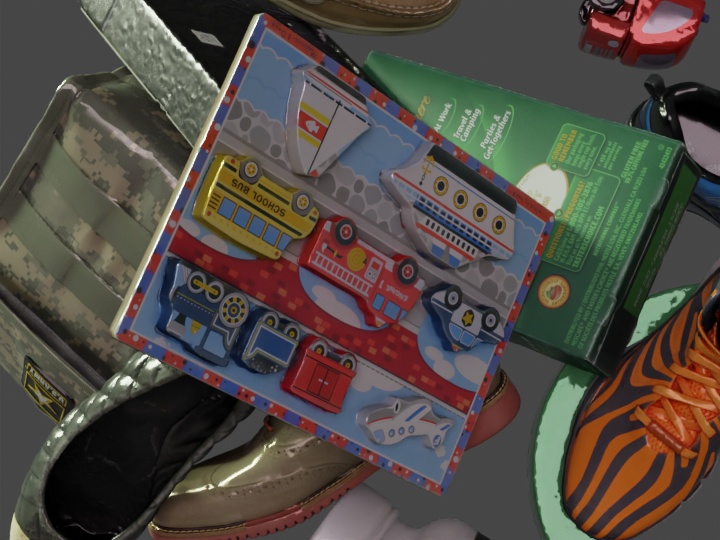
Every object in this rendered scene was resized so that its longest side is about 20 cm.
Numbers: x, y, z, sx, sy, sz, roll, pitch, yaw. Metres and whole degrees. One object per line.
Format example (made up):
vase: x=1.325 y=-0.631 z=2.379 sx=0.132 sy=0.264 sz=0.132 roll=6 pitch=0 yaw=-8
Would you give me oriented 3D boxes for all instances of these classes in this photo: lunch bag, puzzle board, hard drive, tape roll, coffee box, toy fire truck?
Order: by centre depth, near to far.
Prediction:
puzzle board: x=0.000 y=0.000 z=0.661 sx=0.200 sy=0.017 sz=0.151 roll=31 pitch=78 yaw=-36
hard drive: x=-0.044 y=-0.089 z=0.752 sx=0.200 sy=0.140 sz=0.038 roll=48 pitch=119 yaw=37
lunch bag: x=-0.121 y=0.015 z=0.778 sx=0.164 sy=0.118 sz=0.200 roll=42 pitch=117 yaw=6
coffee box: x=0.065 y=-0.035 z=0.783 sx=0.200 sy=0.044 sz=0.123 roll=20 pitch=83 yaw=32
tape roll: x=0.191 y=0.108 z=0.796 sx=0.200 sy=0.048 sz=0.201 roll=0 pitch=82 yaw=2
toy fire truck: x=0.214 y=-0.200 z=0.835 sx=0.141 sy=0.049 sz=0.200 roll=17 pitch=85 yaw=3

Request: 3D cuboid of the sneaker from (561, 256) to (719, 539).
sneaker: x=0.165 y=0.050 z=0.720 sx=0.078 sy=0.112 sz=0.200 roll=35 pitch=92 yaw=9

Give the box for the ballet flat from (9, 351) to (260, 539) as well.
ballet flat: x=-0.110 y=0.085 z=0.699 sx=0.066 sy=0.057 sz=0.200 roll=38 pitch=113 yaw=-7

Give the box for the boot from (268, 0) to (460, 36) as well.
boot: x=-0.026 y=-0.192 z=0.753 sx=0.200 sy=0.155 sz=0.072 roll=21 pitch=76 yaw=-8

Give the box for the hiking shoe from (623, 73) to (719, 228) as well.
hiking shoe: x=0.232 y=-0.036 z=0.792 sx=0.200 sy=0.087 sz=0.074 roll=26 pitch=84 yaw=6

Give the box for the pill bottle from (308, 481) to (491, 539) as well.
pill bottle: x=0.055 y=0.198 z=0.758 sx=0.200 sy=0.111 sz=0.111 roll=35 pitch=85 yaw=6

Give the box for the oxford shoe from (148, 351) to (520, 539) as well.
oxford shoe: x=-0.023 y=0.075 z=0.748 sx=0.200 sy=0.070 sz=0.075 roll=-24 pitch=111 yaw=-3
